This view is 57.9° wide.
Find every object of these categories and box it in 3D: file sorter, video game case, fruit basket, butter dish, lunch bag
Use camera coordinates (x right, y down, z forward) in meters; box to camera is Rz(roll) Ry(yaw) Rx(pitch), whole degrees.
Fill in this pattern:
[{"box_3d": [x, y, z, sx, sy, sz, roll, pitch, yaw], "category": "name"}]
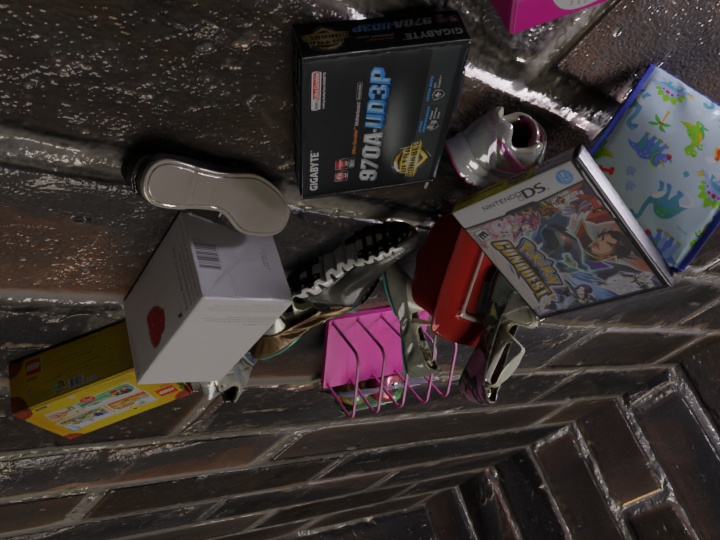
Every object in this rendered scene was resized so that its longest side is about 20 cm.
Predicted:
[{"box_3d": [0.050, 0.156, 1.114, 0.198, 0.125, 0.140, -7, 119, -25], "category": "file sorter"}, {"box_3d": [0.232, -0.033, 0.763, 0.200, 0.026, 0.180, 47, 140, -19], "category": "video game case"}, {"box_3d": [0.027, 0.230, 1.256, 0.183, 0.095, 0.200, -7, -178, -26], "category": "fruit basket"}, {"box_3d": [0.144, -0.002, 0.950, 0.199, 0.147, 0.202, 19, 89, -47], "category": "butter dish"}, {"box_3d": [0.360, -0.123, 0.785, 0.201, 0.169, 0.127, -55, 171, 5], "category": "lunch bag"}]

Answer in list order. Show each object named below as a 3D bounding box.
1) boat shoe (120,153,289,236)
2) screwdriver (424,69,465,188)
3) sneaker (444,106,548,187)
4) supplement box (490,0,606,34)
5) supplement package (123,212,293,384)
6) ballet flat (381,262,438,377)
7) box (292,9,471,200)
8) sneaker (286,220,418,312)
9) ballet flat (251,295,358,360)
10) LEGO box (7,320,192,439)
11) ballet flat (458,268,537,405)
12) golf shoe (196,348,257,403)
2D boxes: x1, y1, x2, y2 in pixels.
[{"box_3d": [-0.157, -0.084, 0.688, 0.199, 0.057, 0.067, 13, 102, -52], "category": "boat shoe"}, {"box_3d": [0.091, -0.153, 0.746, 0.028, 0.029, 0.201, -14, 146, -13], "category": "screwdriver"}, {"box_3d": [0.197, -0.139, 0.796, 0.199, 0.082, 0.088, 7, 143, -44], "category": "sneaker"}, {"box_3d": [0.192, -0.285, 0.511, 0.198, 0.104, 0.101, -21, 153, -4], "category": "supplement box"}, {"box_3d": [-0.193, 0.040, 0.796, 0.119, 0.122, 0.200, 4, 142, -40], "category": "supplement package"}, {"box_3d": [0.082, 0.069, 0.997, 0.063, 0.202, 0.067, -8, -162, 17], "category": "ballet flat"}, {"box_3d": [0.013, -0.159, 0.656, 0.157, 0.046, 0.201, -9, 150, -11], "category": "box"}, {"box_3d": [0.000, 0.000, 0.901, 0.199, 0.067, 0.091, -27, 131, 18], "category": "sneaker"}, {"box_3d": [-0.095, 0.063, 0.980, 0.199, 0.068, 0.073, -27, 132, 10], "category": "ballet flat"}, {"box_3d": [-0.364, 0.156, 0.929, 0.198, 0.078, 0.149, -20, 153, -2], "category": "LEGO box"}, {"box_3d": [0.194, 0.085, 0.872, 0.069, 0.071, 0.202, 22, 87, -44], "category": "ballet flat"}, {"box_3d": [-0.218, 0.142, 0.969, 0.077, 0.098, 0.200, 2, 158, 23], "category": "golf shoe"}]
